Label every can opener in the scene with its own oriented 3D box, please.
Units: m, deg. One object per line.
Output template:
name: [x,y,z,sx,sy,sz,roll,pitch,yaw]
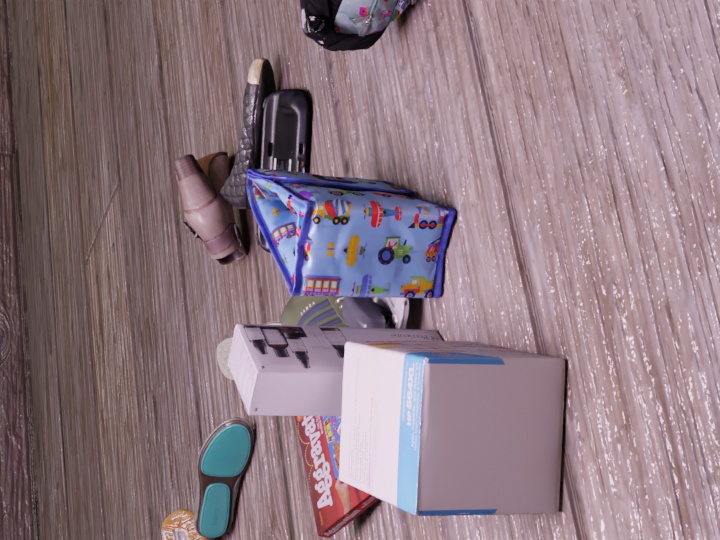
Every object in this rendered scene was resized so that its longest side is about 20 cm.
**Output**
can opener: [0.000,0.000,1.538,0.200,0.067,0.054,-118,37,-51]

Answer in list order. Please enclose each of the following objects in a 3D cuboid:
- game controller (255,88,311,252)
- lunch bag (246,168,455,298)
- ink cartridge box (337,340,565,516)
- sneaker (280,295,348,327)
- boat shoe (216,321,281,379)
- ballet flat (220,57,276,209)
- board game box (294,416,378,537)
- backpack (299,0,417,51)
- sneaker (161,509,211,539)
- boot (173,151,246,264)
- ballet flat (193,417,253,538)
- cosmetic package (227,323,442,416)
game controller: [-0.091,-0.117,1.831,0.104,0.042,0.201,10,99,54]
lunch bag: [-0.020,-0.051,1.478,0.200,0.150,0.094,-133,49,-60]
ink cartridge box: [0.066,0.126,1.278,0.200,0.128,0.126,-173,86,-68]
sneaker: [-0.022,0.048,1.588,0.200,0.067,0.090,10,79,57]
boat shoe: [-0.093,0.094,1.777,0.200,0.062,0.075,-10,94,53]
ballet flat: [-0.142,-0.169,1.904,0.066,0.057,0.201,-39,-37,-60]
board game box: [-0.028,0.171,1.624,0.103,0.019,0.201,-45,45,37]
backpack: [0.007,-0.328,1.466,0.167,0.126,0.200,68,149,23]
sneaker: [-0.209,0.423,2.063,0.088,0.075,0.201,68,-174,-70]
boot: [-0.192,-0.080,2.020,0.147,0.070,0.200,66,-167,1]
ballet flat: [-0.186,0.260,1.999,0.064,0.067,0.201,-107,27,-57]
cosmetic package: [-0.013,0.090,1.384,0.083,0.199,0.051,-119,38,-52]
